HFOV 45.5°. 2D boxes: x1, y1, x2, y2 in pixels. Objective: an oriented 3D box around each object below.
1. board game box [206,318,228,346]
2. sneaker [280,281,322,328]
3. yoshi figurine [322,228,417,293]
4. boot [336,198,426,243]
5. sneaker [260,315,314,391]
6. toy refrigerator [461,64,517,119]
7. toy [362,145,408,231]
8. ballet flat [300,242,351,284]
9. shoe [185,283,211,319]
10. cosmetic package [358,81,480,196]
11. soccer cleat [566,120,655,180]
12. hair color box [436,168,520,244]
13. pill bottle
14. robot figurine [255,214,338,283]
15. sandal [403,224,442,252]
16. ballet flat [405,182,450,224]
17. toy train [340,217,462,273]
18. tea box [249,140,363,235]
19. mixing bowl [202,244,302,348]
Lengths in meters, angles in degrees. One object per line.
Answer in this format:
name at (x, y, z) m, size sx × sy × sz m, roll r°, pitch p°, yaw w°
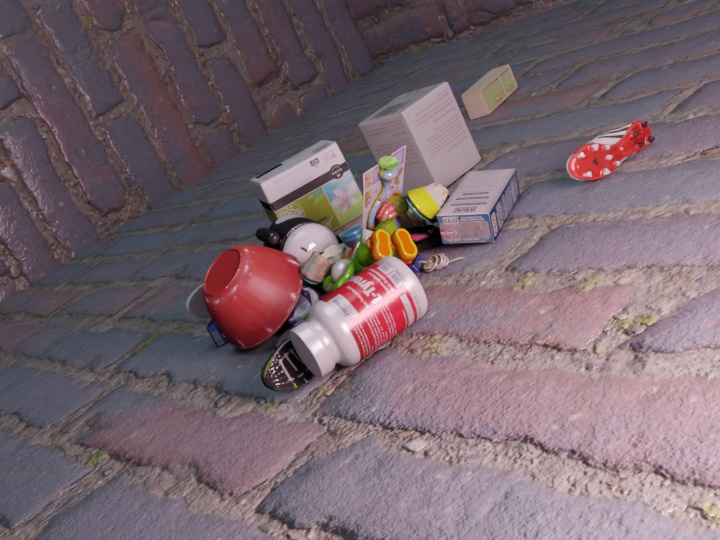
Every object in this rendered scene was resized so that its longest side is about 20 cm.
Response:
board game box at (-0.220, 0.066, 1.728) m, size 0.134 × 0.045 × 0.200 m, roll -22°, pitch 19°, yaw 14°
sneaker at (-0.131, 0.062, 1.581) m, size 0.087 × 0.075 × 0.200 m, roll -36°, pitch 21°, yaw -13°
yoshi figurine at (0.007, 0.014, 1.451) m, size 0.200 × 0.112 × 0.112 m, roll -38°, pitch 15°, yaw 46°
boot at (0.038, -0.080, 1.730) m, size 0.154 × 0.072 × 0.200 m, roll -31°, pitch 14°, yaw -13°
sneaker at (-0.106, 0.135, 1.374) m, size 0.081 × 0.074 × 0.200 m, roll -26°, pitch 10°, yaw 33°
toy refrigerator at (0.367, -0.504, 2.410) m, size 0.070 × 0.076 × 0.200 m, roll -10°, pitch 24°, yaw 41°
toy at (0.053, -0.115, 1.553) m, size 0.047 × 0.201 × 0.115 m, roll 30°, pitch 52°, yaw 30°
ballet flat at (-0.034, -0.020, 1.588) m, size 0.068 × 0.067 × 0.200 m, roll 32°, pitch 22°, yaw 19°
shoe at (-0.275, 0.036, 1.711) m, size 0.200 × 0.072 × 0.091 m, roll -33°, pitch 17°, yaw -34°
cosmetic package at (0.136, -0.295, 1.965) m, size 0.165 × 0.201 × 0.165 m, roll -39°, pitch 22°, yaw -31°
soccer cleat at (0.442, -0.214, 1.556) m, size 0.200 × 0.069 × 0.085 m, roll -30°, pitch 10°, yaw -20°
hair color box at (0.220, -0.120, 1.575) m, size 0.100 × 0.061 × 0.200 m, roll -1°, pitch 28°, yaw 27°
pill bottle at (-0.005, 0.073, 1.310) m, size 0.200 × 0.113 × 0.112 m, roll -34°, pitch 20°, yaw -20°
robot figurine at (-0.120, -0.042, 1.709) m, size 0.150 × 0.125 × 0.200 m, roll -19°, pitch 20°, yaw -21°
sandal at (0.115, -0.066, 1.625) m, size 0.199 × 0.045 × 0.075 m, roll -19°, pitch 21°, yaw 22°
ballet flat at (0.131, -0.129, 1.572) m, size 0.067 × 0.067 × 0.200 m, roll -40°, pitch -10°, yaw 9°
toy train at (0.069, -0.043, 1.515) m, size 0.199 × 0.116 × 0.085 m, roll -19°, pitch 20°, yaw 24°
tea box at (-0.113, -0.163, 1.957) m, size 0.200 × 0.197 × 0.134 m, roll -31°, pitch 18°, yaw -10°
mixing bowl at (-0.213, 0.029, 1.553) m, size 0.200 × 0.108 × 0.201 m, roll -29°, pitch 42°, yaw 30°
